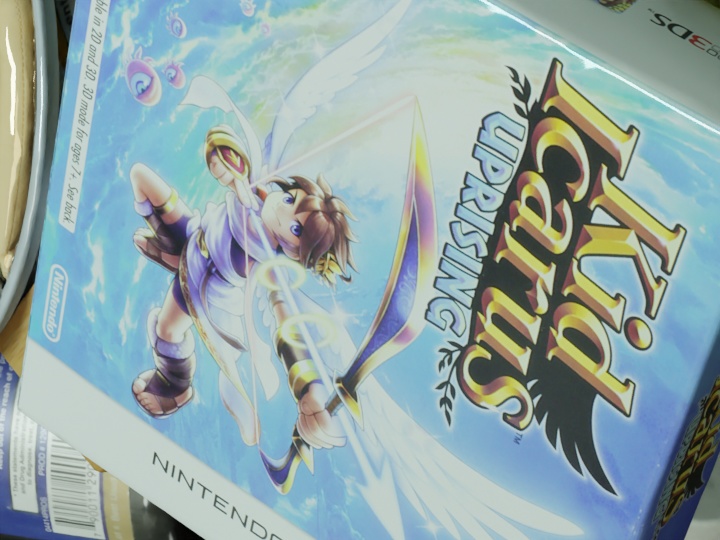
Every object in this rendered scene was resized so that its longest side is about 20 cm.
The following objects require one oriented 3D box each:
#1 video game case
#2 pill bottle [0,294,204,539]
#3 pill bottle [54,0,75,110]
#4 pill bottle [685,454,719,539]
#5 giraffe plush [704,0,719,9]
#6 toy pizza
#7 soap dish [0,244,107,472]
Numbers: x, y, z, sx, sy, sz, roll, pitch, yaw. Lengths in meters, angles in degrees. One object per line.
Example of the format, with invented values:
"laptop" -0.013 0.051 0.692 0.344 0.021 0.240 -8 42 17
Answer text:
"video game case" 0.006 0.000 0.573 0.181 0.045 0.201 31 132 20
"pill bottle" -0.148 0.051 0.906 0.199 0.112 0.112 7 129 13
"pill bottle" -0.032 -0.093 0.757 0.199 0.109 0.109 -27 115 34
"pill bottle" 0.078 0.124 0.889 0.109 0.110 0.201 22 131 1
"giraffe plush" 0.133 -0.085 0.616 0.161 0.201 0.173 -11 165 -19
"toy pizza" -0.156 -0.063 0.785 0.032 0.201 0.201 -2 141 -33
"soap dish" 0.000 0.000 0.754 0.199 0.082 0.157 -8 163 -27
